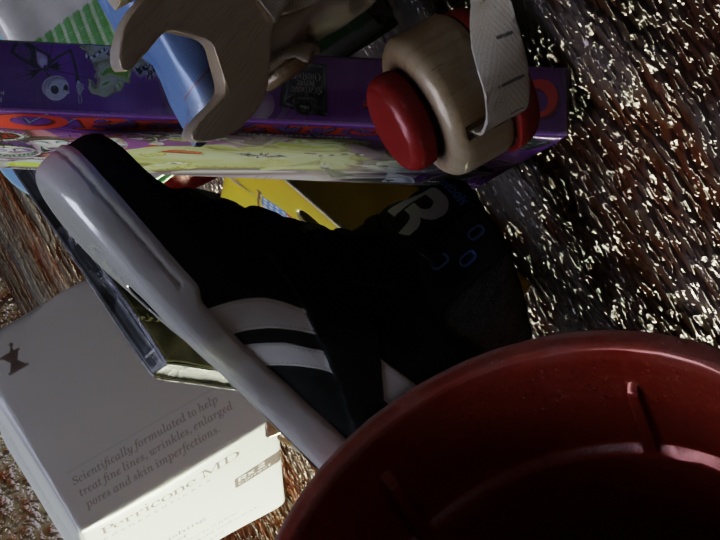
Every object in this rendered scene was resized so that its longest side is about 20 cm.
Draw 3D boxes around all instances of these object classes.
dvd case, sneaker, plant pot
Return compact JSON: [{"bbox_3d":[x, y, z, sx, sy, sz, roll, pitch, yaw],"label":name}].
[{"bbox_3d":[-0.062,0.007,1.067,0.200,0.016,0.149,13,-148,-50],"label":"dvd case"},{"bbox_3d":[-0.016,-0.007,0.769,0.200,0.112,0.073,47,173,-34],"label":"sneaker"},{"bbox_3d":[0.090,0.159,0.752,0.201,0.201,0.195,46,169,46],"label":"plant pot"}]

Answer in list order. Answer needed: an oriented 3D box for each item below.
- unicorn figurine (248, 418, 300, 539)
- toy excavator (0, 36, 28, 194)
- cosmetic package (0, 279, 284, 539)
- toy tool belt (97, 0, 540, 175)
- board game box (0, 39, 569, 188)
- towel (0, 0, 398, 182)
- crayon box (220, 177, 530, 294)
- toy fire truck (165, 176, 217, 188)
[{"bbox_3d":[0.017,0.126,0.859,0.074,0.137,0.201,-58,-16,-63],"label":"unicorn figurine"},{"bbox_3d":[-0.131,-0.120,1.103,0.100,0.194,0.200,55,-166,21],"label":"toy excavator"},{"bbox_3d":[-0.166,0.116,1.609,0.165,0.165,0.200,55,167,19],"label":"cosmetic package"},{"bbox_3d":[-0.049,-0.094,0.655,0.200,0.123,0.125,57,166,9],"label":"toy tool belt"},{"bbox_3d":[-0.039,-0.053,0.763,0.120,0.199,0.032,137,134,-75],"label":"board game box"},{"bbox_3d":[-0.093,-0.141,0.842,0.200,0.152,0.023,60,-157,5],"label":"towel"},{"bbox_3d":[0.000,0.000,0.940,0.127,0.051,0.200,41,165,4],"label":"crayon box"},{"bbox_3d":[-0.065,-0.113,0.922,0.200,0.128,0.176,-122,9,-58],"label":"toy fire truck"}]
